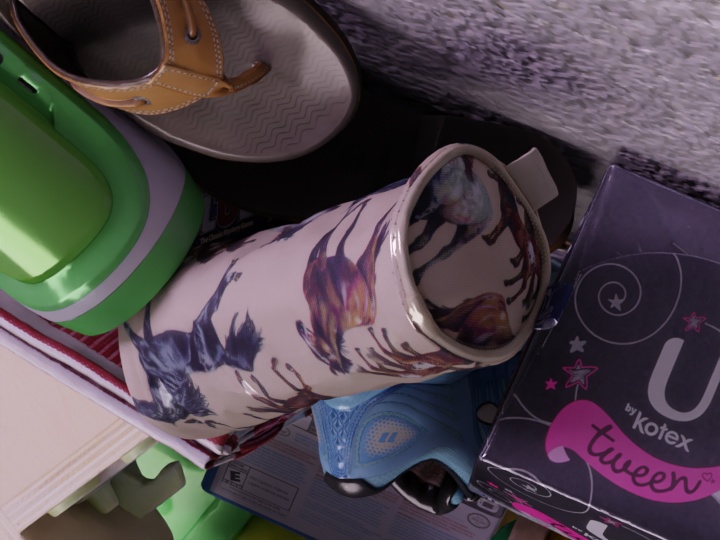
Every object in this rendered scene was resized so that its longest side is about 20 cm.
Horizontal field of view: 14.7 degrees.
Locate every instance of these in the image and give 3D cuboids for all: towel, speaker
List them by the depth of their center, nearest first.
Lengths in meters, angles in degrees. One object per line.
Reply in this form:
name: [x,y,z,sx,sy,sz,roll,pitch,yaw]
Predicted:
speaker: [-0.154,-0.063,1.050,0.200,0.088,0.088,41,163,-24]
towel: [-0.080,0.022,1.224,0.144,0.023,0.200,30,-161,13]

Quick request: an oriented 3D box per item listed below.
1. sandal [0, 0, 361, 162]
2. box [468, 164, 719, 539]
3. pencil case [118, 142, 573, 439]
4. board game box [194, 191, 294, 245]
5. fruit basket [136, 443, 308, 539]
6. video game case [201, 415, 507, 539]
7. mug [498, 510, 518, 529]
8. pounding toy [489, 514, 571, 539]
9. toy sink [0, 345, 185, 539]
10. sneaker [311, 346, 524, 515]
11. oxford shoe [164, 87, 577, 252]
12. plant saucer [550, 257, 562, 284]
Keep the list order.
sandal: [-0.086,-0.096,1.008,0.200,0.082,0.055,38,-156,-28]
box: [0.158,0.064,1.088,0.200,0.132,0.115,24,170,5]
pencil case: [-0.012,0.011,1.049,0.200,0.089,0.078,-18,100,50]
board game box: [-0.126,-0.049,1.234,0.200,0.035,0.135,14,-163,28]
fruit basket: [-0.056,0.110,1.493,0.216,0.156,0.216,5,135,5]
video game case: [0.017,0.062,1.343,0.143,0.018,0.200,25,127,2]
mug: [0.112,0.134,1.473,0.153,0.149,0.187,10,175,17]
pounding toy: [0.115,0.145,1.181,0.200,0.184,0.142,19,153,14]
toy sink: [-0.135,0.048,1.333,0.200,0.112,0.130,53,-159,0]
sneaker: [0.033,0.058,1.210,0.078,0.090,0.200,6,-175,33]
oxford shoe: [-0.010,-0.043,1.126,0.200,0.071,0.071,22,172,10]
plant saucer: [0.000,0.000,1.215,0.200,0.019,0.070,4,-173,-9]
